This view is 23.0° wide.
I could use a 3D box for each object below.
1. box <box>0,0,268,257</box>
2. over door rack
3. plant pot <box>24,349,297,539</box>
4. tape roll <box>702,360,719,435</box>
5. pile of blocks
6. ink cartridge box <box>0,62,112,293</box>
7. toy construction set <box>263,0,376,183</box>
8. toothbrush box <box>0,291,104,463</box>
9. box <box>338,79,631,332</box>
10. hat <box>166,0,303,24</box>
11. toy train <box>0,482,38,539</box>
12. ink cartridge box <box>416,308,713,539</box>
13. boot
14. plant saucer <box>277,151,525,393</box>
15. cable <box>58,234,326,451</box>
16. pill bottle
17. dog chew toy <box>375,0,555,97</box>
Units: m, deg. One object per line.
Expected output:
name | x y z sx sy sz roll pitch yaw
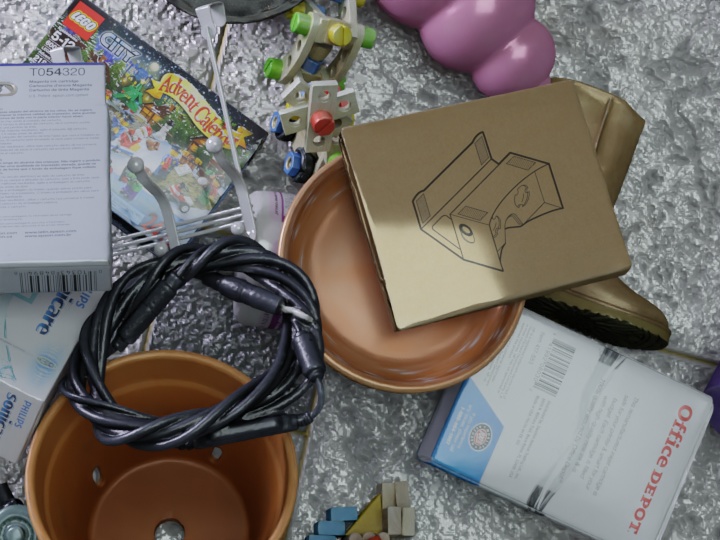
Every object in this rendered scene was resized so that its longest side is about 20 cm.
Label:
box | -0.196 -0.117 1.476 0.200 0.038 0.137 36 73 -2
over door rack | -0.170 -0.105 1.395 0.147 0.067 0.201 -13 79 16
plant pot | -0.147 0.180 1.348 0.199 0.140 0.201 1 62 -2
tape roll | 0.388 0.117 1.458 0.199 0.200 0.085 33 72 -3
pile of blocks | -0.026 0.241 1.416 0.082 0.062 0.200 37 72 -1
ink cartridge box | -0.284 -0.069 1.321 0.195 0.043 0.201 -2 51 -6
toy construction set | -0.029 -0.146 1.455 0.092 0.132 0.200 19 31 -13
toothbrush box | -0.312 0.032 1.346 0.199 0.085 0.147 28 43 -4
box | 0.098 -0.052 1.377 0.199 0.021 0.165 -13 78 -16
hat | -0.115 -0.295 1.513 0.199 0.081 0.202 2 78 -8
toy train | -0.265 0.267 1.354 0.113 0.085 0.201 -28 84 -7
ink cartridge box | 0.167 0.131 1.459 0.199 0.086 0.147 25 84 -6
boot | 0.212 -0.050 1.532 0.174 0.066 0.201 22 73 -6
plant saucer | 0.031 0.000 1.380 0.199 0.037 0.202 3 75 -10
cable | -0.126 0.054 1.298 0.199 0.051 0.164 -11 67 0
pill bottle | 0.000 0.000 1.452 0.199 0.112 0.113 7 76 -10
dog chew toy | 0.094 -0.231 1.524 0.124 0.124 0.200 -42 95 -17
